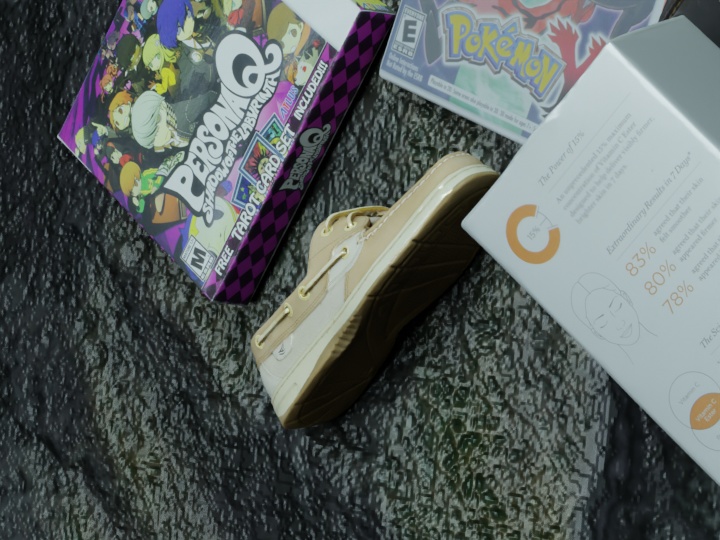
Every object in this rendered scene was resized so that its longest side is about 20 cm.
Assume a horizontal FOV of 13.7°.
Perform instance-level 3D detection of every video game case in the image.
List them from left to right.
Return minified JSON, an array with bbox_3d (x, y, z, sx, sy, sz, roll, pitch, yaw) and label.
[{"bbox_3d":[-0.082,-0.112,1.755,0.181,0.036,0.201,46,117,37],"label":"video game case"},{"bbox_3d":[0.107,-0.156,1.588,0.200,0.023,0.183,28,106,41],"label":"video game case"}]

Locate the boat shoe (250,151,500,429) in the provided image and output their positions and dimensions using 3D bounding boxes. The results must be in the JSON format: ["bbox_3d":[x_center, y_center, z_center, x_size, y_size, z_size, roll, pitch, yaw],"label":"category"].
[{"bbox_3d":[0.000,0.000,1.642,0.200,0.074,0.069,-51,61,29],"label":"boat shoe"}]

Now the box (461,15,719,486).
[{"bbox_3d":[0.169,-0.005,1.423,0.200,0.097,0.125,46,119,12],"label":"box"}]

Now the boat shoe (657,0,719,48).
[{"bbox_3d":[0.198,-0.153,1.455,0.074,0.073,0.200,45,118,15],"label":"boat shoe"}]
